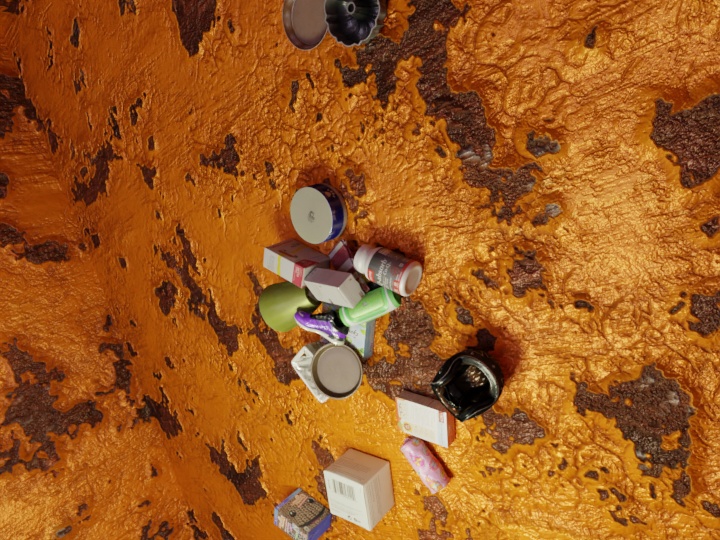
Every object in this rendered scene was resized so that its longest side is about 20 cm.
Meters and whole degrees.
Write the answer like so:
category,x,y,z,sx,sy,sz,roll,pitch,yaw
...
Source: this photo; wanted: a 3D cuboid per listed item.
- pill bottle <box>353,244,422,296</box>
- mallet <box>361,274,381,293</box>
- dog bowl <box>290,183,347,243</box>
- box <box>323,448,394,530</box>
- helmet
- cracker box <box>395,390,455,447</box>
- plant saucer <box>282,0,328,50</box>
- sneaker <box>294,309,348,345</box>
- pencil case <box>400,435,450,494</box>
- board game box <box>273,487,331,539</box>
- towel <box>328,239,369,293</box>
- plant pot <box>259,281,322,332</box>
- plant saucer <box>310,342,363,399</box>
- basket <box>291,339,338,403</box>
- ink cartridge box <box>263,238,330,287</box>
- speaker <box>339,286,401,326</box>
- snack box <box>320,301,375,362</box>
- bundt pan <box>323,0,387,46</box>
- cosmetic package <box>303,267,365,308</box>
category,x,y,z,sx,sy,sz,roll,pitch,yaw
pill bottle,0.084,-0.006,1.627,0.200,0.116,0.116,24,120,31
mallet,0.000,0.000,1.753,0.200,0.041,0.066,54,132,16
dog bowl,-0.145,-0.195,1.769,0.200,0.079,0.200,15,115,34
box,-0.003,0.825,1.959,0.199,0.171,0.200,3,108,38
helmet,0.320,0.326,1.505,0.200,0.191,0.200,50,169,14
cracker box,0.218,0.497,1.738,0.200,0.058,0.134,9,112,38
plant saucer,-0.161,-0.790,1.599,0.200,0.034,0.201,14,113,35
sneaker,-0.129,0.172,1.791,0.200,0.070,0.100,26,112,3
pencil case,0.221,0.666,1.783,0.200,0.087,0.087,51,130,14
board game box,-0.253,1.085,2.264,0.200,0.159,0.097,21,117,32
towel,-0.043,0.005,1.765,0.200,0.023,0.144,64,151,10
plant pot,-0.236,0.110,1.888,0.200,0.187,0.187,-24,90,38
plant saucer,-0.081,0.352,1.816,0.200,0.029,0.200,0,90,19
basket,-0.140,0.368,1.938,0.200,0.123,0.136,49,129,13
ink cartridge box,-0.231,-0.030,1.853,0.200,0.145,0.084,26,121,29
speaker,0.031,0.116,1.696,0.200,0.088,0.089,-25,89,20
snack box,-0.047,0.209,1.842,0.200,0.068,0.169,20,117,31
bundt pan,-0.005,-0.740,1.461,0.202,0.076,0.202,14,113,35
cosmetic package,-0.089,0.056,1.716,0.200,0.074,0.102,9,141,52
